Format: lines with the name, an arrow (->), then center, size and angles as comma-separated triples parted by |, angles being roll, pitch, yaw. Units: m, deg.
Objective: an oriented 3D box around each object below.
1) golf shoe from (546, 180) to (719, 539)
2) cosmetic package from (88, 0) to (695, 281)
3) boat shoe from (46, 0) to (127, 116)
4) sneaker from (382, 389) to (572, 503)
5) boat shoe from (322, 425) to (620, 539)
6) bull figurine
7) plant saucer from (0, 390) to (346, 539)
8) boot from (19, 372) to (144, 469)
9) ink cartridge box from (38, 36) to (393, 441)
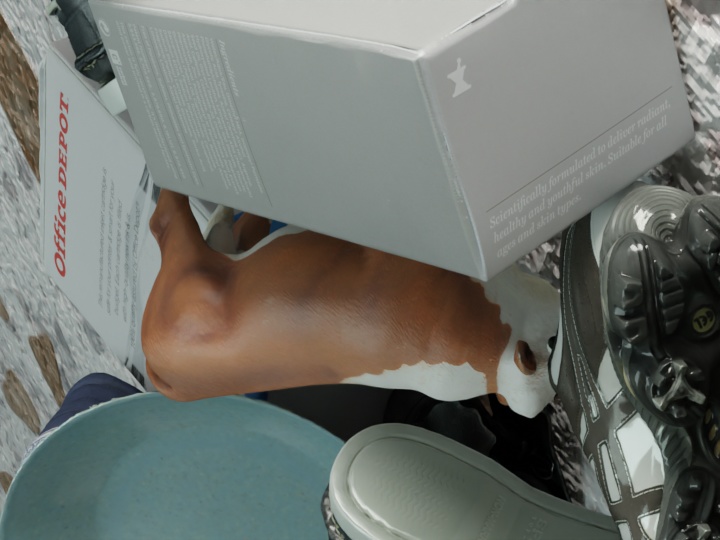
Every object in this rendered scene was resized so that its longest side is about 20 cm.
golf shoe -> 0.112, 0.058, 0.712 | 0.094, 0.077, 0.202 | -138, 35, -61
cosmetic package -> 0.006, -0.072, 0.709 | 0.199, 0.106, 0.091 | 22, 136, 50
boat shoe -> -0.089, -0.117, 0.871 | 0.061, 0.075, 0.200 | 57, -178, -12
sneaker -> 0.055, 0.120, 0.907 | 0.104, 0.060, 0.201 | 41, 147, 51
boat shoe -> 0.076, 0.130, 0.791 | 0.199, 0.076, 0.061 | 34, 150, 16
bull figurine -> 0.000, 0.000, 0.807 | 0.065, 0.198, 0.123 | 35, -127, -61
plant saucer -> -0.060, 0.127, 0.912 | 0.039, 0.199, 0.202 | -71, -30, -57
boot -> -0.071, 0.130, 0.993 | 0.200, 0.073, 0.090 | 43, -157, -10
ink cartridge box -> -0.070, -0.008, 0.980 | 0.200, 0.085, 0.147 | 47, 144, 36
